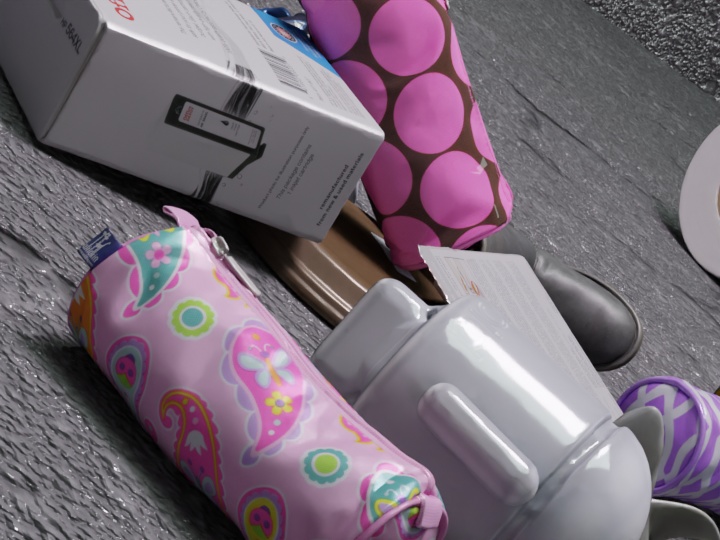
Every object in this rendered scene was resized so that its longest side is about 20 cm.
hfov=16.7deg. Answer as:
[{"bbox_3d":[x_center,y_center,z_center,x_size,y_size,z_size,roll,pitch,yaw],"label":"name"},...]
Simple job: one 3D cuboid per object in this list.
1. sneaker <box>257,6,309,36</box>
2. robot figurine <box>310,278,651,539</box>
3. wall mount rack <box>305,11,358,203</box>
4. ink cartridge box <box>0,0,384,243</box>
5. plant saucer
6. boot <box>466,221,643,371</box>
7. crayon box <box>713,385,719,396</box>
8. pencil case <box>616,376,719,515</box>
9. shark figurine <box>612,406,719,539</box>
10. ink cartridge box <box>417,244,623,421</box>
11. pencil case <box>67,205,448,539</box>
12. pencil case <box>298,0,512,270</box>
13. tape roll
[{"bbox_3d":[-0.056,-0.125,1.623,0.077,0.086,0.200,0,21,-14],"label":"sneaker"},{"bbox_3d":[0.066,0.093,1.244,0.200,0.113,0.170,43,4,9],"label":"robot figurine"},{"bbox_3d":[0.000,-0.152,1.698,0.074,0.201,0.174,-10,22,-15],"label":"wall mount rack"},{"bbox_3d":[-0.106,-0.111,1.436,0.199,0.085,0.146,20,22,-33],"label":"ink cartridge box"},{"bbox_3d":[0.000,0.000,1.542,0.200,0.030,0.200,37,13,-10],"label":"plant saucer"},{"bbox_3d":[0.102,-0.004,1.672,0.181,0.073,0.200,30,-6,17],"label":"boot"},{"bbox_3d":[0.340,0.119,1.744,0.172,0.200,0.058,43,55,12],"label":"crayon box"},{"bbox_3d":[0.242,0.130,1.656,0.200,0.086,0.084,25,10,-48],"label":"pencil case"},{"bbox_3d":[0.158,0.183,1.341,0.215,0.128,0.090,53,34,-22],"label":"shark figurine"},{"bbox_3d":[0.092,0.064,1.479,0.161,0.050,0.200,59,20,13],"label":"ink cartridge box"},{"bbox_3d":[-0.049,0.063,1.097,0.200,0.088,0.087,48,16,25],"label":"pencil case"},{"bbox_3d":[0.032,-0.106,1.533,0.091,0.093,0.201,-164,-125,-72],"label":"pencil case"},{"bbox_3d":[0.457,-0.062,2.588,0.139,0.203,0.203,27,19,-45],"label":"tape roll"}]
